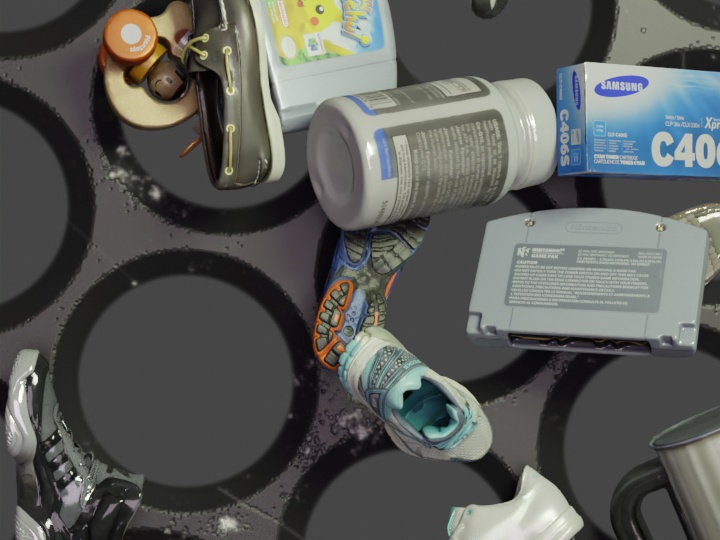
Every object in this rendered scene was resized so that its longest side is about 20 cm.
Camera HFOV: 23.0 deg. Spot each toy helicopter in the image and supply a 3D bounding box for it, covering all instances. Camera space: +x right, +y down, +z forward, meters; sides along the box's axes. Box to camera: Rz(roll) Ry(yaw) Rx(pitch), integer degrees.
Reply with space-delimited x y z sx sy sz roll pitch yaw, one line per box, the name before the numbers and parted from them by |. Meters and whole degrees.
toy helicopter | -0.127 -0.179 1.552 0.199 0.079 0.133 -23 85 -16

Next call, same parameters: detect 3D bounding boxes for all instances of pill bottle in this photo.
pill bottle | 0.064 -0.105 1.515 0.199 0.114 0.115 -11 90 -27

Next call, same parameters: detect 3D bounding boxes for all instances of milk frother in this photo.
milk frother | 0.315 0.229 1.511 0.180 0.200 0.189 -24 90 0

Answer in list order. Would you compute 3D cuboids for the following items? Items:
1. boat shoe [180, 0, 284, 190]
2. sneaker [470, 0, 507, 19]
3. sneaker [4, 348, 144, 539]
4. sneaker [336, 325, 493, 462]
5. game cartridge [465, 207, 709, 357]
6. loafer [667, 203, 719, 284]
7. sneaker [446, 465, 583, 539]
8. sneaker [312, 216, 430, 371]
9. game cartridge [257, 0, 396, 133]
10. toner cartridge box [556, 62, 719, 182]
boat shoe | -0.116 -0.169 1.488 0.060 0.072 0.202 -14 92 -31
sneaker | 0.088 -0.320 1.576 0.079 0.074 0.201 -10 85 10
sneaker | -0.246 0.165 1.537 0.113 0.075 0.201 -4 95 -5
sneaker | 0.060 0.127 1.510 0.078 0.086 0.200 -53 135 0
game cartridge | 0.199 0.008 1.535 0.199 0.041 0.134 3 61 19
loafer | 0.259 0.007 1.577 0.199 0.063 0.072 -32 90 -4
sneaker | 0.096 0.255 1.567 0.200 0.075 0.089 -37 79 -9
sneaker | 0.000 0.000 1.557 0.075 0.078 0.201 27 70 -8
game cartridge | -0.040 -0.227 1.544 0.133 0.040 0.201 -15 89 -31
toner cartridge box | 0.263 -0.128 1.548 0.199 0.043 0.096 -1 88 -30
